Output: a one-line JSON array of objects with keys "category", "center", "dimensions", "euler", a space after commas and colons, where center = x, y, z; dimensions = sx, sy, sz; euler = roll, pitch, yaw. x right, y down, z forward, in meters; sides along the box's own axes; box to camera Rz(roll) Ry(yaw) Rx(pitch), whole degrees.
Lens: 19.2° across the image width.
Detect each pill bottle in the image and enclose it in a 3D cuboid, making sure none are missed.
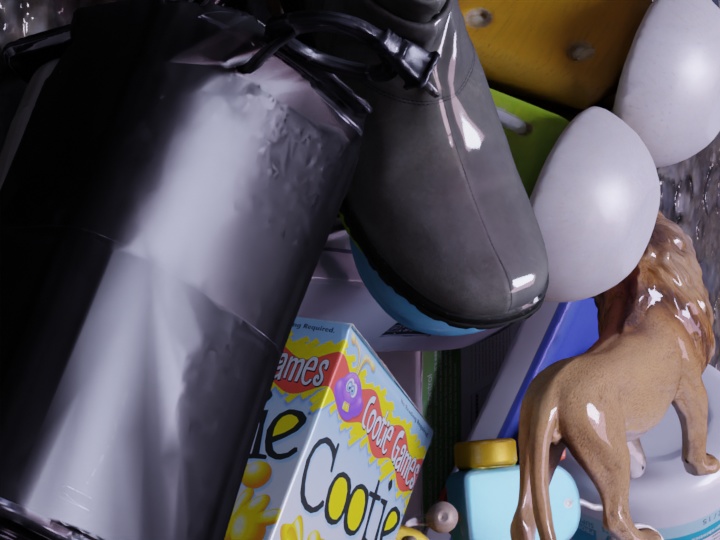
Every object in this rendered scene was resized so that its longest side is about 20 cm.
[{"category": "pill bottle", "center": [0.151, 0.146, 1.138], "dimensions": [0.111, 0.111, 0.200], "euler": [-55, 150, -40]}]

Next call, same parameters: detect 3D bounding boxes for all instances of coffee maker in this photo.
[{"category": "coffee maker", "center": [-0.086, 0.012, 0.759], "dimensions": [0.134, 0.192, 0.200], "euler": [24, 68, -15]}]

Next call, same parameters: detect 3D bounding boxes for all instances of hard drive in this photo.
[{"category": "hard drive", "center": [0.105, 0.061, 1.149], "dimensions": [0.200, 0.025, 0.132], "euler": [-65, 156, -1]}]

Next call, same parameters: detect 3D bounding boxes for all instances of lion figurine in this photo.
[{"category": "lion figurine", "center": [0.114, 0.055, 0.970], "dimensions": [0.200, 0.072, 0.123], "euler": [-45, 128, -60]}]

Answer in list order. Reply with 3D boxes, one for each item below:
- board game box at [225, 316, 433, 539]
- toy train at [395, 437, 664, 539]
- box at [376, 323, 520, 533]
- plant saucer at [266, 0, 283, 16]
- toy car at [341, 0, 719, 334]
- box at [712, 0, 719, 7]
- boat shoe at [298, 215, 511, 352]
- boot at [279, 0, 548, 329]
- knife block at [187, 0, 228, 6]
[{"category": "board game box", "center": [-0.061, 0.127, 0.911], "dimensions": [0.103, 0.105, 0.200], "euler": [54, 49, -50]}, {"category": "toy train", "center": [0.050, 0.171, 1.014], "dimensions": [0.200, 0.056, 0.150], "euler": [-46, 103, -24]}, {"category": "box", "center": [0.067, 0.074, 1.202], "dimensions": [0.200, 0.036, 0.145], "euler": [-24, 117, -59]}, {"category": "plant saucer", "center": [0.008, -0.199, 0.957], "dimensions": [0.200, 0.029, 0.200], "euler": [-57, 172, -12]}, {"category": "toy car", "center": [0.062, -0.054, 0.959], "dimensions": [0.200, 0.175, 0.150], "euler": [-54, 157, -35]}, {"category": "box", "center": [0.110, -0.135, 1.144], "dimensions": [0.200, 0.104, 0.148], "euler": [-31, 115, -54]}, {"category": "boat shoe", "center": [0.000, 0.000, 1.042], "dimensions": [0.200, 0.074, 0.065], "euler": [8, 54, -52]}, {"category": "boot", "center": [0.021, -0.085, 0.795], "dimensions": [0.131, 0.068, 0.200], "euler": [110, -41, -64]}, {"category": "knife block", "center": [-0.029, -0.194, 0.827], "dimensions": [0.064, 0.199, 0.176], "euler": [81, -8, -82]}]
